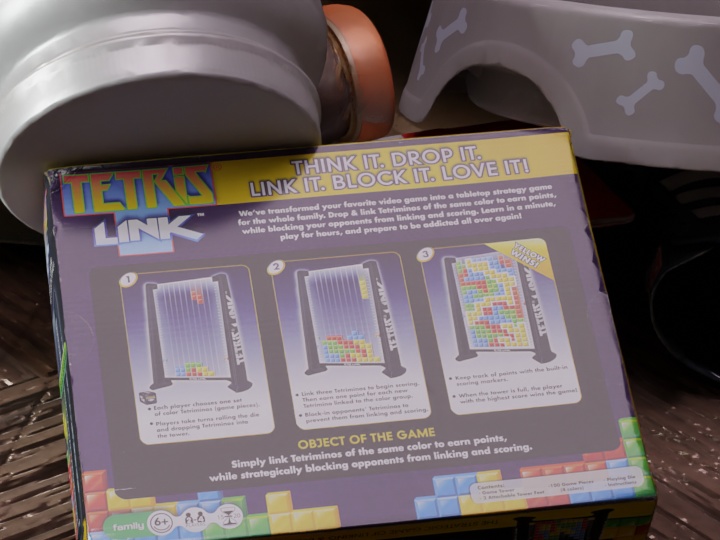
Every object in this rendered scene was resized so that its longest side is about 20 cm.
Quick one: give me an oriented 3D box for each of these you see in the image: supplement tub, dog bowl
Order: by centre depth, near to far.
[{"bbox_3d":[-0.088,-0.124,1.118,0.140,0.140,0.201,-5,60,-8],"label":"supplement tub"},{"bbox_3d":[0.116,-0.085,1.179,0.199,0.059,0.200,6,10,-1],"label":"dog bowl"}]

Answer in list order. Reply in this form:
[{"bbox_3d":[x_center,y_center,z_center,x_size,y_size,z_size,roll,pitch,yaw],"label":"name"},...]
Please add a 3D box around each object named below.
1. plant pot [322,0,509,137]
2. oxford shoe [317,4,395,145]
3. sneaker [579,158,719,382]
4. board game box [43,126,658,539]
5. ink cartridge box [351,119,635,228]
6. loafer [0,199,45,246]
[{"bbox_3d":[0.070,-0.149,1.367,0.200,0.201,0.184,3,15,7],"label":"plant pot"},{"bbox_3d":[-0.054,-0.087,1.250,0.073,0.072,0.200,-15,10,-19],"label":"oxford shoe"},{"bbox_3d":[0.132,-0.004,1.166,0.084,0.075,0.200,-9,26,-36],"label":"sneaker"},{"bbox_3d":[-0.009,0.035,1.042,0.199,0.057,0.166,-4,54,-8],"label":"board game box"},{"bbox_3d":[0.000,0.000,1.175,0.199,0.067,0.116,-10,28,-16],"label":"ink cartridge box"},{"bbox_3d":[-0.163,-0.048,1.271,0.199,0.067,0.076,11,62,-9],"label":"loafer"}]
